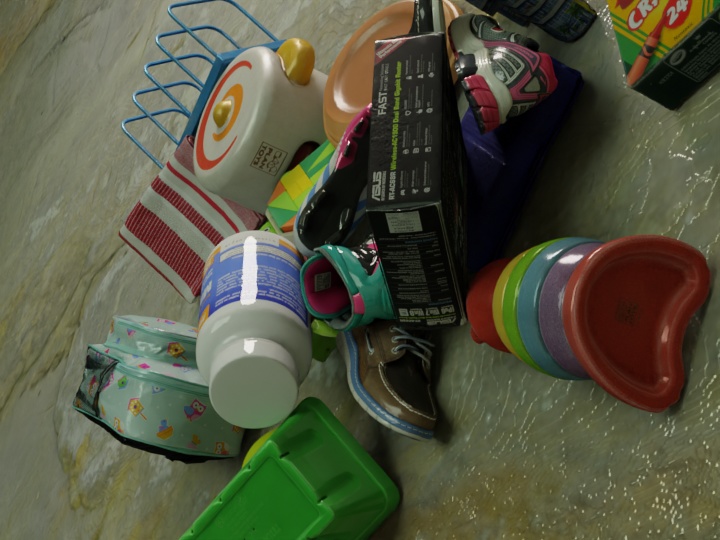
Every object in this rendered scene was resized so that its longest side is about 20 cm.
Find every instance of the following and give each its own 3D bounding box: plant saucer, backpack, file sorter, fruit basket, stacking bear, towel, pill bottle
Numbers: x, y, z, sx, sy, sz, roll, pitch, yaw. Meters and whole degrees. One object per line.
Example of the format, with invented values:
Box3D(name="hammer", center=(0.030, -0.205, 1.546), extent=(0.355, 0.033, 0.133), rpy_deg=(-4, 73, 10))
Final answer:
Box3D(name="plant saucer", center=(0.029, -0.214, 1.394), extent=(0.199, 0.037, 0.202), rpy_deg=(-31, 42, 31))
Box3D(name="backpack", center=(-0.216, 0.138, 1.492), extent=(0.200, 0.175, 0.155), rpy_deg=(28, 100, 58))
Box3D(name="file sorter", center=(-0.208, -0.239, 1.694), extent=(0.123, 0.138, 0.201), rpy_deg=(42, 125, 17))
Box3D(name="fruit basket", center=(-0.066, 0.222, 1.239), extent=(0.156, 0.215, 0.216), rpy_deg=(47, 120, 15))
Box3D(name="stacking bear", center=(0.151, 0.029, 0.994), extent=(0.200, 0.113, 0.123), rpy_deg=(1, 72, 65))
Box3D(name="towel", center=(0.126, -0.105, 1.191), extent=(0.201, 0.049, 0.148), rpy_deg=(-63, 23, 10))
Box3D(name="towel", center=(-0.219, -0.061, 1.678), extent=(0.200, 0.144, 0.023), rpy_deg=(-46, 0, 36))
Box3D(name="pill bottle", center=(-0.101, 0.057, 1.247), extent=(0.112, 0.111, 0.201), rpy_deg=(-54, 20, 25))

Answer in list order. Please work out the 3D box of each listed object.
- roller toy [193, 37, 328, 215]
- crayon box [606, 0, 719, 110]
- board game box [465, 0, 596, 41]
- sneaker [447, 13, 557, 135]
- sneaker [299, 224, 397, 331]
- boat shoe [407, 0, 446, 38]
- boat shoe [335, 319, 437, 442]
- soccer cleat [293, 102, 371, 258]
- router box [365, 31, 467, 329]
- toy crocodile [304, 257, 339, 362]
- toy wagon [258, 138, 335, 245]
Box3D(name="roller toy", center=(-0.112, -0.165, 1.546), extent=(0.199, 0.139, 0.184), rpy_deg=(-20, 54, 54))
Box3D(name="crayon box", center=(0.257, -0.245, 1.046), extent=(0.127, 0.050, 0.201), rpy_deg=(-45, 36, 38))
Box3D(name="board game box", center=(0.094, -0.295, 1.207), extent=(0.062, 0.199, 0.201), rpy_deg=(-56, 30, 20))
Box3D(name="sneaker", center=(0.123, -0.175, 1.122), extent=(0.074, 0.081, 0.200), rpy_deg=(-21, 25, 9))
Box3D(name="sneaker", center=(0.000, 0.000, 1.229), extent=(0.200, 0.119, 0.085), rpy_deg=(-126, 26, -71))
Box3D(name="boat shoe", center=(0.047, -0.174, 1.189), extent=(0.201, 0.060, 0.075), rpy_deg=(89, -174, -58))
Box3D(name="boat shoe", center=(0.029, 0.082, 1.204), extent=(0.073, 0.072, 0.200), rpy_deg=(-59, 30, 15))
Box3D(name="soccer cleat", center=(-0.005, -0.098, 1.308), extent=(0.201, 0.070, 0.086), rpy_deg=(-53, 4, -11))
Box3D(name="router box", center=(0.050, -0.075, 1.081), extent=(0.061, 0.151, 0.201), rpy_deg=(-5, 49, 11))
Box3D(name="toy crocodile", center=(-0.052, 0.021, 1.398), extent=(0.068, 0.061, 0.201), rpy_deg=(-49, 33, 32))
Box3D(name="toy wagon", center=(-0.048, -0.075, 1.414), extent=(0.199, 0.040, 0.155), rpy_deg=(-39, 32, 2))
